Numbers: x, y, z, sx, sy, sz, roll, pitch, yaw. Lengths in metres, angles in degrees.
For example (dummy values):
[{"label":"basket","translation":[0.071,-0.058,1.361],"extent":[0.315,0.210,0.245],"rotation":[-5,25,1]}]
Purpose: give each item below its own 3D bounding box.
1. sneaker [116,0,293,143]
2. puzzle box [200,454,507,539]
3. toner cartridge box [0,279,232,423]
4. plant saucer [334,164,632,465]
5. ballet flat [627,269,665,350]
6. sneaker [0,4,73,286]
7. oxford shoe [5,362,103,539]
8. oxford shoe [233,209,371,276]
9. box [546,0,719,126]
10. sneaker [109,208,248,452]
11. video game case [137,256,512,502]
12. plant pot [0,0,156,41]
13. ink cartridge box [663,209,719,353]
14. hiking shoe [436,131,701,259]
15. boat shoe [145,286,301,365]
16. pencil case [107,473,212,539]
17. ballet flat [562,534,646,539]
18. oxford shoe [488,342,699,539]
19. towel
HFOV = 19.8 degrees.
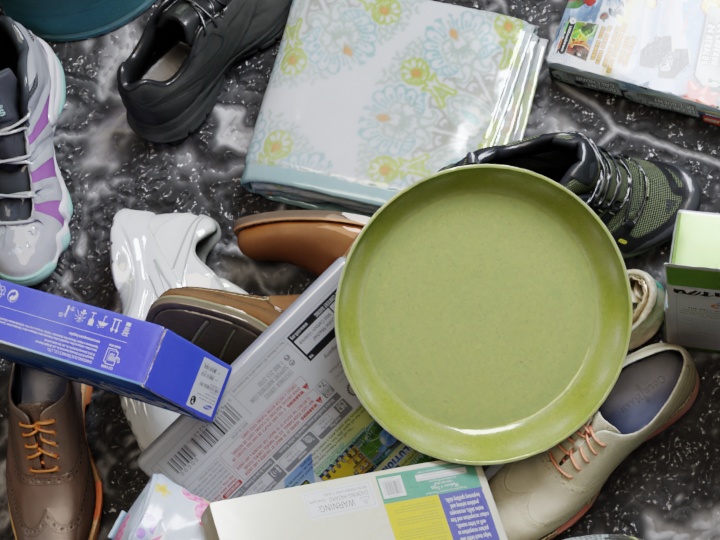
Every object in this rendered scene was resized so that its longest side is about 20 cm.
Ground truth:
[{"label":"sneaker","translation":[-0.110,-0.189,1.546],"extent":[0.076,0.091,0.200],"rotation":[30,79,19]},{"label":"puzzle box","translation":[0.008,0.198,1.335],"extent":[0.199,0.025,0.133],"rotation":[-7,64,-25]},{"label":"toner cartridge box","translation":[-0.195,0.048,1.394],"extent":[0.199,0.095,0.043],"rotation":[14,77,30]},{"label":"plant saucer","translation":[0.081,0.029,1.380],"extent":[0.199,0.031,0.201],"rotation":[0,96,-4]},{"label":"ballet flat","translation":[0.122,0.055,1.445],"extent":[0.200,0.062,0.068],"rotation":[-32,70,-1]},{"label":"sneaker","translation":[-0.266,-0.098,1.517],"extent":[0.077,0.140,0.201],"rotation":[-9,71,6]},{"label":"oxford shoe","translation":[-0.228,0.126,1.477],"extent":[0.071,0.073,0.201],"rotation":[-8,72,8]},{"label":"oxford shoe","translation":[0.000,0.000,1.481],"extent":[0.199,0.071,0.072],"rotation":[10,79,11]},{"label":"box","translation":[0.234,-0.218,1.522],"extent":[0.137,0.040,0.201],"rotation":[18,77,16]},{"label":"sneaker","translation":[-0.127,0.044,1.486],"extent":[0.099,0.078,0.201],"rotation":[-7,73,4]},{"label":"video game case","translation":[-0.019,0.123,1.414],"extent":[0.200,0.022,0.182],"rotation":[-45,99,3]},{"label":"plant pot","translation":[-0.242,-0.300,1.551],"extent":[0.199,0.188,0.201],"rotation":[-3,73,9]},{"label":"ink cartridge box","translation":[0.277,0.001,1.362],"extent":[0.147,0.200,0.076],"rotation":[7,74,11]},{"label":"hiking shoe","translation":[0.154,-0.053,1.431],"extent":[0.199,0.101,0.076],"rotation":[-1,76,-17]},{"label":"boat shoe","translation":[-0.053,0.053,1.456],"extent":[0.199,0.072,0.068],"rotation":[22,39,-9]},{"label":"pencil case","translation":[-0.070,0.209,1.368],"extent":[0.200,0.091,0.083],"rotation":[26,92,-8]},{"label":"ballet flat","translation":[0.197,0.211,1.382],"extent":[0.200,0.072,0.072],"rotation":[5,74,11]},{"label":"oxford shoe","translation":[0.148,0.117,1.415],"extent":[0.200,0.074,0.071],"rotation":[-45,74,-4]},{"label":"towel","translation":[0.026,-0.118,1.525],"extent":[0.199,0.048,0.172],"rotation":[13,73,13]}]
